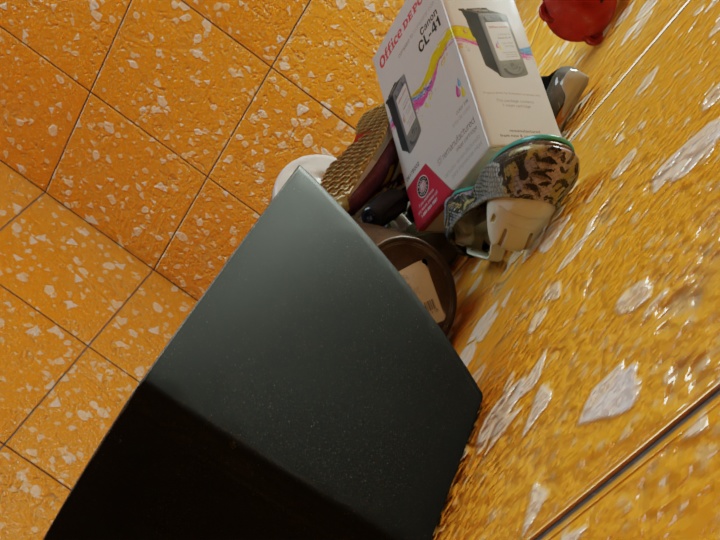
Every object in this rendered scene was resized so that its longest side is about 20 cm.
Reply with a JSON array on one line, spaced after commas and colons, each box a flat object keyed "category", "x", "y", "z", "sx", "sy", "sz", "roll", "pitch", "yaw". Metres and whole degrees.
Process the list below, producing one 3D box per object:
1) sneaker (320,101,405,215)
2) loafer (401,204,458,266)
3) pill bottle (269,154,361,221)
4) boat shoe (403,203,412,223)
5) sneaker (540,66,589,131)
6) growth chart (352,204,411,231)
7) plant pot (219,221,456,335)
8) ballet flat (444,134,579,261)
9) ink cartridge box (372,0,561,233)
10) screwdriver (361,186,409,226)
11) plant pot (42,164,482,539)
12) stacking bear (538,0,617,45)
[{"category": "sneaker", "x": 0.026, "y": -0.097, "z": 0.977, "sx": 0.074, "sy": 0.091, "sz": 0.201, "roll": -21, "pitch": 26, "yaw": 35}, {"category": "loafer", "x": 0.093, "y": -0.072, "z": 1.027, "sx": 0.076, "sy": 0.067, "sz": 0.201, "roll": -50, "pitch": 8, "yaw": 47}, {"category": "pill bottle", "x": -0.059, "y": -0.031, "z": 1.116, "sx": 0.112, "sy": 0.110, "sz": 0.201, "roll": -58, "pitch": -5, "yaw": -32}, {"category": "boat shoe", "x": 0.049, "y": -0.016, "z": 1.129, "sx": 0.070, "sy": 0.064, "sz": 0.201, "roll": -6, "pitch": -43, "yaw": -47}, {"category": "sneaker", "x": 0.151, "y": -0.152, "z": 0.939, "sx": 0.079, "sy": 0.077, "sz": 0.200, "roll": -54, "pitch": 6, "yaw": -17}, {"category": "growth chart", "x": 0.000, "y": 0.000, "z": 0.997, "sx": 0.018, "sy": 0.144, "sz": 0.202, "roll": -18, "pitch": 40, "yaw": 47}, {"category": "plant pot", "x": -0.008, "y": 0.034, "z": 0.837, "sx": 0.188, "sy": 0.187, "sz": 0.199, "roll": -57, "pitch": 19, "yaw": -24}, {"category": "ballet flat", "x": 0.113, "y": -0.044, "z": 0.746, "sx": 0.072, "sy": 0.072, "sz": 0.200, "roll": -56, "pitch": 5, "yaw": -14}, {"category": "ink cartridge box", "x": 0.092, "y": -0.155, "z": 0.893, "sx": 0.148, "sy": 0.084, "sz": 0.203, "roll": -51, "pitch": 48, "yaw": 54}, {"category": "screwdriver", "x": 0.055, "y": -0.085, "z": 0.952, "sx": 0.200, "sy": 0.028, "sz": 0.029, "roll": -42, "pitch": -27, "yaw": -50}, {"category": "plant pot", "x": -0.044, "y": 0.099, "z": 0.586, "sx": 0.200, "sy": 0.176, "sz": 0.200, "roll": -51, "pitch": 6, "yaw": 44}, {"category": "stacking bear", "x": 0.249, "y": -0.329, "z": 1.024, "sx": 0.202, "sy": 0.120, "sz": 0.114, "roll": -65, "pitch": 11, "yaw": -23}]
